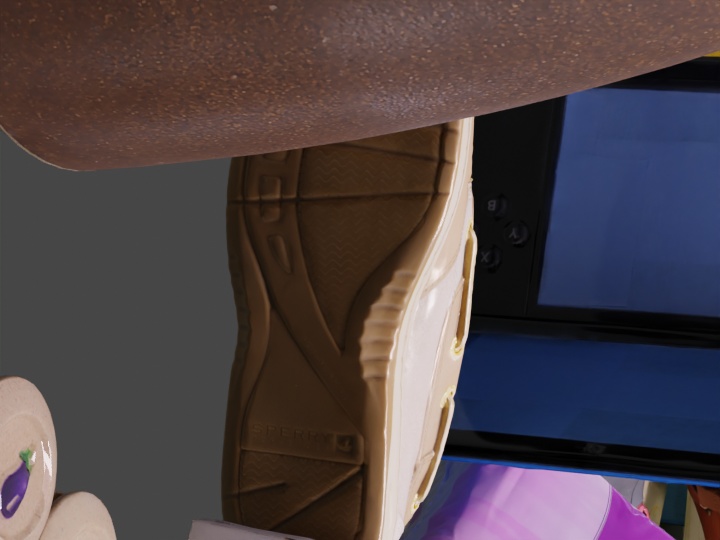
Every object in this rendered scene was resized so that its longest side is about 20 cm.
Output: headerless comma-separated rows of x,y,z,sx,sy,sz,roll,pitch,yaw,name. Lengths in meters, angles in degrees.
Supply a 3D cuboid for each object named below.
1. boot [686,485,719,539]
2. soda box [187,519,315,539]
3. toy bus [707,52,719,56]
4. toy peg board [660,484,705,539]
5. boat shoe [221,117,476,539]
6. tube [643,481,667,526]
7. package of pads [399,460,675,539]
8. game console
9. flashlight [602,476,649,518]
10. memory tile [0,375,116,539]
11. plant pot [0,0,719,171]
0.170,0.104,0.959,0.155,0.073,0.201,69,-1,-56,boot
-0.033,0.176,0.650,0.068,0.063,0.201,49,52,-73,soda box
0.190,-0.056,1.076,0.200,0.135,0.193,-8,97,-69,toy bus
0.185,0.189,1.217,0.199,0.097,0.201,11,83,-52,toy peg board
0.000,0.000,0.724,0.069,0.073,0.201,-17,119,-69,boat shoe
0.112,0.122,1.049,0.052,0.058,0.201,175,-73,-71,tube
0.090,0.150,0.823,0.076,0.200,0.121,-51,179,38,package of pads
0.104,-0.006,0.801,0.118,0.199,0.172,34,62,-65,game console
0.115,0.122,0.973,0.068,0.068,0.201,-61,134,-63,flashlight
-0.098,0.108,0.565,0.200,0.017,0.154,66,35,-49,memory tile
0.021,-0.112,0.574,0.187,0.199,0.188,5,90,-68,plant pot
